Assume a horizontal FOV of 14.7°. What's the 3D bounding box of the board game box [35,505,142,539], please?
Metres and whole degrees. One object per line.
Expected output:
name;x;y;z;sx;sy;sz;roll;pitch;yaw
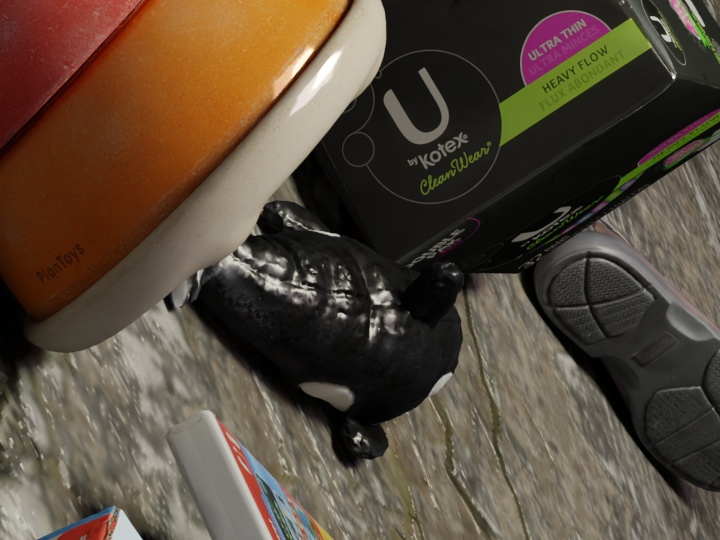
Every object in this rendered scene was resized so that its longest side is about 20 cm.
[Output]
board game box;-0.047;0.192;0.679;0.200;0.056;0.196;58;19;-20

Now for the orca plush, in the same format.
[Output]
orca plush;0.000;0.000;1.040;0.200;0.071;0.105;43;28;-49

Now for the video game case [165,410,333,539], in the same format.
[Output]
video game case;0.007;0.138;0.876;0.143;0.017;0.200;63;5;31

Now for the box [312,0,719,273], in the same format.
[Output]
box;0.067;-0.086;1.199;0.124;0.148;0.200;59;16;11

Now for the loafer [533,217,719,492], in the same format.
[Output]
loafer;0.153;0.035;1.438;0.200;0.072;0.063;48;20;-35

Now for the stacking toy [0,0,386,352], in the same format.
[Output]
stacking toy;-0.104;-0.088;0.817;0.200;0.146;0.146;45;22;-11
